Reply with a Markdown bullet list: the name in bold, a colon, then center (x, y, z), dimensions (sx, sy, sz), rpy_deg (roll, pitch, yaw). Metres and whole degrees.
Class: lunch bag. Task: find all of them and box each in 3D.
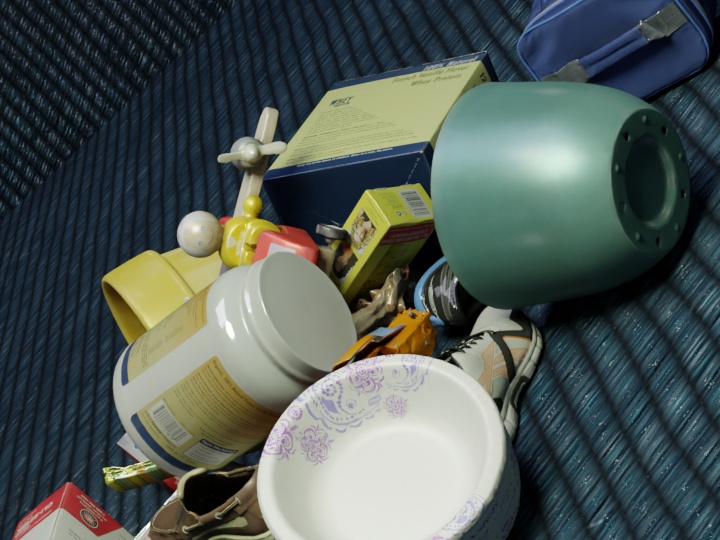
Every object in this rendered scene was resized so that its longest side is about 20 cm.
- **lunch bag**: center (0.265, -0.244, 1.757), dimensions (0.199, 0.136, 0.133), rpy_deg (-29, 25, 34)

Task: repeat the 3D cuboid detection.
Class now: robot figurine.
- **robot figurine**: center (0.007, 0.134, 1.515), dimensions (0.058, 0.146, 0.200), rpy_deg (7, 43, 49)

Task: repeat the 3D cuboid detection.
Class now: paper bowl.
- **paper bowl**: center (0.027, 0.174, 1.371), dimensions (0.199, 0.105, 0.202), rpy_deg (-11, 46, 12)

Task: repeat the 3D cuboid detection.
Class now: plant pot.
- **plant pot**: center (0.184, -0.069, 1.500), dimensions (0.160, 0.201, 0.201), rpy_deg (-3, 43, 42)
- **plant pot**: center (-0.160, 0.046, 1.961), dimensions (0.188, 0.202, 0.201), rpy_deg (-32, 16, -16)

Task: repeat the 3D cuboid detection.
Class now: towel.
- **towel**: center (-0.152, 0.180, 1.723), dimensions (0.198, 0.018, 0.086), rpy_deg (-16, -12, -2)

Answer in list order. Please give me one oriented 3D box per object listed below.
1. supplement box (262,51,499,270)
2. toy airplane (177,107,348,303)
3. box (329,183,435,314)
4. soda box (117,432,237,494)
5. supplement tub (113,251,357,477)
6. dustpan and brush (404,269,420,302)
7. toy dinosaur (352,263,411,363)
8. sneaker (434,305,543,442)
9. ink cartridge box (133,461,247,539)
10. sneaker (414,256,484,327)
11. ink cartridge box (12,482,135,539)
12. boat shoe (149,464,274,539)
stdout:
- **supplement box**: center (0.040, -0.107, 1.830), dimensions (0.199, 0.135, 0.200), rpy_deg (-8, 32, 31)
- **toy airplane**: center (-0.121, -0.032, 1.708), dimensions (0.199, 0.140, 0.201), rpy_deg (-43, 49, 39)
- **box**: center (0.000, 0.000, 1.731), dimensions (0.075, 0.050, 0.200), rpy_deg (-8, -36, -41)
- **soda box**: center (-0.198, 0.200, 1.889), dimensions (0.070, 0.063, 0.200), rpy_deg (-48, 19, -11)
- **supplement tub**: center (-0.113, 0.085, 1.586), dimensions (0.200, 0.144, 0.145), rpy_deg (-35, 22, 31)
- **dustpan and brush**: center (0.025, 0.010, 1.827), dimensions (0.139, 0.057, 0.200), rpy_deg (-42, 34, -9)
- **toy dinosaur**: center (-0.026, 0.084, 1.703), dimensions (0.199, 0.086, 0.135), rpy_deg (-33, -7, 22)
- **sneaker**: center (0.103, 0.083, 1.511), dimensions (0.074, 0.080, 0.201), rpy_deg (-34, 21, 31)
- **ink cartridge box**: center (-0.122, 0.258, 1.594), dimensions (0.145, 0.083, 0.200), rpy_deg (-48, 20, -14)
- **sneaker**: center (0.135, -0.021, 1.687), dimensions (0.200, 0.071, 0.082), rpy_deg (-51, 35, -16)
- **ink cartridge box**: center (-0.271, 0.324, 1.667), dimensions (0.084, 0.144, 0.200), rpy_deg (-38, 20, 20)
- **boat shoe**: center (-0.125, 0.197, 1.491), dimensions (0.202, 0.075, 0.075), rpy_deg (-18, 31, 47)
